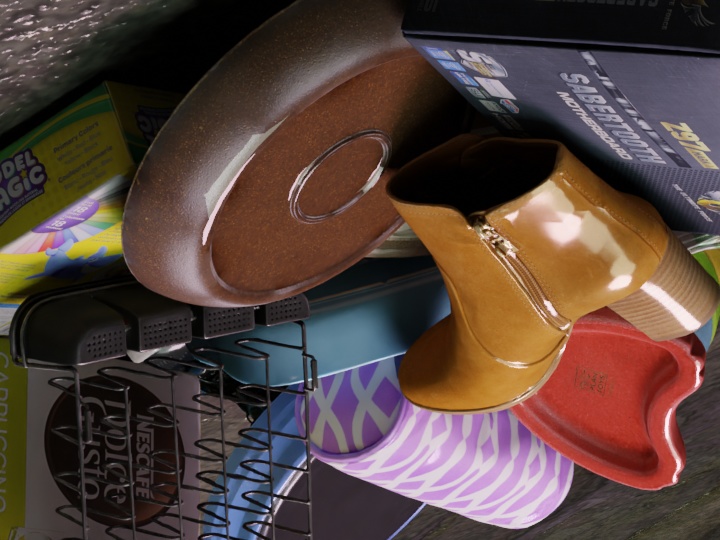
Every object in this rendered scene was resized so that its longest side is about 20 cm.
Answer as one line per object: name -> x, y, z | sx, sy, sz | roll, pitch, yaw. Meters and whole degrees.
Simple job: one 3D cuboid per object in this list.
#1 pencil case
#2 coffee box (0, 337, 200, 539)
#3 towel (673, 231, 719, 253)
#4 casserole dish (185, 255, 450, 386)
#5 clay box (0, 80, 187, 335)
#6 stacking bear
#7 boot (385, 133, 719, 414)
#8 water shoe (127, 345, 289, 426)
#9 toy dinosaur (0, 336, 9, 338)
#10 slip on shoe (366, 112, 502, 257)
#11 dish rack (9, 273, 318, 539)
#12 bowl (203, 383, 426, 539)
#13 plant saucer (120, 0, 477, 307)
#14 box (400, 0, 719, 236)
pencil case -> 0.043, 0.089, 1.379 | 0.084, 0.086, 0.200 | -27, 148, 24
coffee box -> -0.210, 0.158, 1.245 | 0.197, 0.200, 0.200 | 13, 154, -30
towel -> 0.186, -0.049, 1.302 | 0.200, 0.023, 0.153 | -20, -153, -9
casserole dish -> 0.000, 0.000, 1.288 | 0.199, 0.121, 0.039 | -16, 123, -12
clay box -> -0.127, -0.031, 1.127 | 0.200, 0.048, 0.115 | -30, 162, 28
stacking bear -> 0.158, 0.002, 1.350 | 0.113, 0.200, 0.122 | 18, 136, 14
boot -> 0.056, -0.003, 1.147 | 0.201, 0.071, 0.144 | -19, 137, 40
water shoe -> -0.055, 0.058, 1.443 | 0.071, 0.079, 0.200 | -30, 160, 33
toy dinosaur -> -0.198, 0.046, 1.283 | 0.101, 0.058, 0.200 | -15, 163, -9
slip on shoe -> 0.059, -0.041, 1.247 | 0.199, 0.076, 0.061 | -8, 149, -23
dish rack -> -0.087, 0.102, 1.176 | 0.153, 0.201, 0.054 | -11, -166, -36
bowl -> -0.006, 0.117, 1.471 | 0.200, 0.039, 0.201 | -34, 151, -22
plant saucer -> -0.016, -0.051, 1.089 | 0.200, 0.032, 0.200 | -32, 154, -18
box -> 0.133, -0.074, 1.058 | 0.157, 0.051, 0.200 | 7, 161, 34
